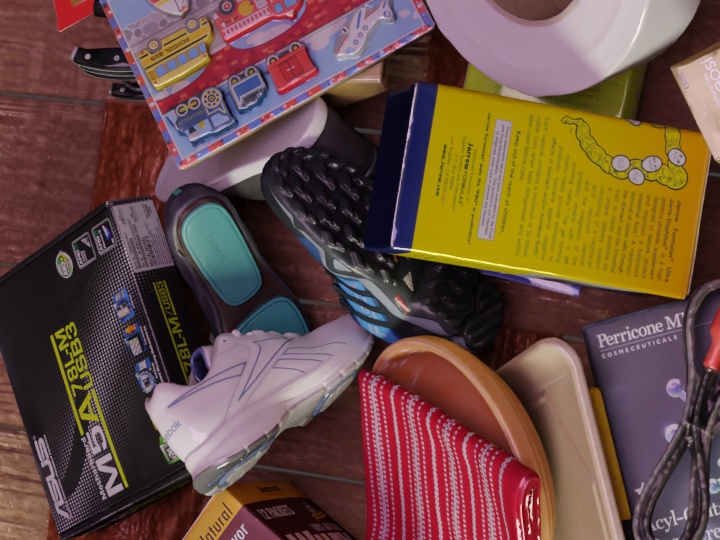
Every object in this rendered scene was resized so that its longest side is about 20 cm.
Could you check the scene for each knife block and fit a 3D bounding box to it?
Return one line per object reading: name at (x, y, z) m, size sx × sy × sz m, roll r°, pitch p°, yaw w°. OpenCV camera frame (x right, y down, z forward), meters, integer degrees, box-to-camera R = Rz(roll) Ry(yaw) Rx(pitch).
knife block at (-0.095, -0.156, 1.758) m, size 0.200 × 0.175 × 0.064 m, roll -13°, pitch 69°, yaw 57°

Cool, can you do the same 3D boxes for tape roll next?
tape roll at (0.128, -0.219, 1.650) m, size 0.202 × 0.071 × 0.204 m, roll 19°, pitch 119°, yaw 38°

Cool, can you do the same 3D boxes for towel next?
towel at (0.058, 0.163, 1.694) m, size 0.200 × 0.022 × 0.146 m, roll 30°, pitch 129°, yaw 51°

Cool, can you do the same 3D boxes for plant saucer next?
plant saucer at (0.072, 0.138, 1.716) m, size 0.200 × 0.037 × 0.201 m, roll 36°, pitch 135°, yaw 46°

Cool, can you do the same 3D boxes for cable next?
cable at (0.217, 0.082, 1.578) m, size 0.097 × 0.050 × 0.201 m, roll 34°, pitch 82°, yaw 14°

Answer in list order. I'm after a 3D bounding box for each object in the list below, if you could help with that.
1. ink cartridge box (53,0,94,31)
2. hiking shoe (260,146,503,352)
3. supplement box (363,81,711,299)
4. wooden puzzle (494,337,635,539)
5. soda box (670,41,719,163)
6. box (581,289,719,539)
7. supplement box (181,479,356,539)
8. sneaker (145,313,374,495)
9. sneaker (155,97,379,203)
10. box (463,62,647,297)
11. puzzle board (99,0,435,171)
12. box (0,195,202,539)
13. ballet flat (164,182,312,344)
ink cartridge box at (-0.177, -0.290, 1.833) m, size 0.160 × 0.050 × 0.201 m, roll -26°, pitch 50°, yaw 17°
hiking shoe at (0.000, 0.000, 1.732) m, size 0.200 × 0.075 × 0.087 m, roll 41°, pitch 140°, yaw -12°
supplement box at (0.114, -0.051, 1.649) m, size 0.199 × 0.109 × 0.110 m, roll 10°, pitch 89°, yaw -10°
wooden puzzle at (0.146, 0.149, 1.675) m, size 0.037 × 0.185 × 0.201 m, roll -16°, pitch 82°, yaw -12°
soda box at (0.257, -0.100, 1.623) m, size 0.064 × 0.200 × 0.068 m, roll -27°, pitch 78°, yaw 13°
box at (0.247, 0.115, 1.663) m, size 0.147 × 0.107 × 0.201 m, roll -16°, pitch 82°, yaw 15°
supplement box at (-0.056, 0.284, 1.755) m, size 0.200 × 0.133 × 0.198 m, roll 39°, pitch 100°, yaw 17°
sneaker at (-0.064, 0.071, 1.732) m, size 0.087 × 0.200 × 0.075 m, roll 47°, pitch 133°, yaw 10°
sneaker at (-0.062, -0.064, 1.809) m, size 0.199 × 0.099 × 0.071 m, roll -15°, pitch 50°, yaw 48°
box at (0.125, -0.091, 1.753) m, size 0.121 × 0.048 × 0.201 m, roll 13°, pitch 92°, yaw 21°
puzzle board at (-0.068, -0.179, 1.725) m, size 0.199 × 0.017 × 0.151 m, roll -28°, pitch 72°, yaw 5°
box at (-0.183, 0.072, 1.814) m, size 0.193 × 0.047 × 0.201 m, roll -28°, pitch 77°, yaw 46°
ballet flat at (-0.086, 0.019, 1.796) m, size 0.073 × 0.073 × 0.201 m, roll -16°, pitch 121°, yaw 18°
